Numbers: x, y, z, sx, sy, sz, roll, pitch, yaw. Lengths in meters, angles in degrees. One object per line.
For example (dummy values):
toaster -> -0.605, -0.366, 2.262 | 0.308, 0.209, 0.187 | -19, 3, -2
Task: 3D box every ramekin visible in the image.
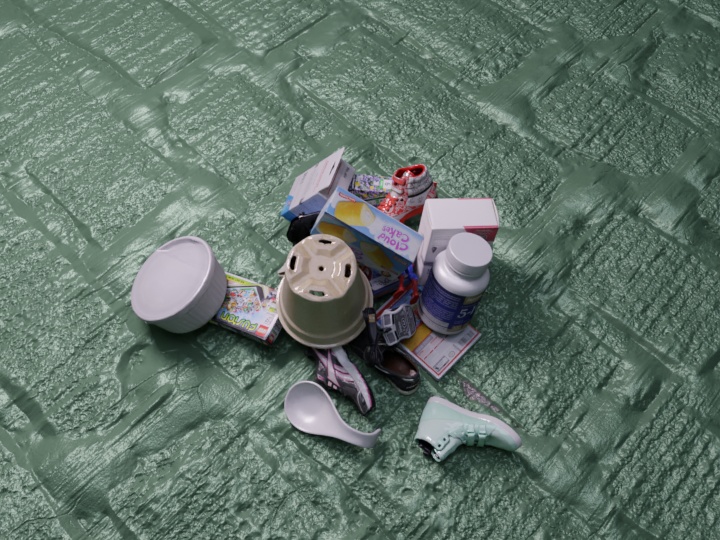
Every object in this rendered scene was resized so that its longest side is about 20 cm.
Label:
ramekin -> -0.368, 0.037, 1.564 | 0.200, 0.094, 0.204 | -15, 52, 21

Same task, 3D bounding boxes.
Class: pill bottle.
pill bottle -> 0.195, 0.025, 1.531 | 0.118, 0.201, 0.121 | 7, 48, -8

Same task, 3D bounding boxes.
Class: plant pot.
plant pot -> -0.071, 0.027, 1.443 | 0.198, 0.184, 0.203 | 0, 68, -1

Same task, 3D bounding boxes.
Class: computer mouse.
computer mouse -> 0.056, 0.118, 1.515 | 0.043, 0.199, 0.111 | -12, 91, 28

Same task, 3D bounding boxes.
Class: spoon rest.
spoon rest -> -0.059, 0.287, 1.466 | 0.198, 0.061, 0.100 | 25, 99, 11

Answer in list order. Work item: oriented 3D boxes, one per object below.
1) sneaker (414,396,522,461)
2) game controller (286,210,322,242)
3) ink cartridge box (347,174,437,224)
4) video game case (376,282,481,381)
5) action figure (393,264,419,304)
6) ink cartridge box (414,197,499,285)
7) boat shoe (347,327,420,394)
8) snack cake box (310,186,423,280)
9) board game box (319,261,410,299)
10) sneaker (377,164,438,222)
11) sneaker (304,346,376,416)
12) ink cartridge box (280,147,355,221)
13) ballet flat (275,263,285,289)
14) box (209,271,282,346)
sneaker -> 0.201, 0.332, 1.444 | 0.198, 0.074, 0.119 | 18, 53, 20
game controller -> -0.105, -0.099, 1.631 | 0.103, 0.200, 0.043 | -23, 87, -12
ink cartridge box -> 0.070, -0.157, 1.711 | 0.197, 0.110, 0.051 | 5, 52, 2
video game case -> 0.138, 0.122, 1.602 | 0.200, 0.018, 0.143 | 41, 67, 20
action figure -> 0.089, -0.021, 1.600 | 0.065, 0.052, 0.202 | 15, 50, -18
ink cartridge box -> 0.199, -0.058, 1.596 | 0.144, 0.201, 0.084 | -2, 54, -7
boat shoe -> 0.044, 0.167, 1.546 | 0.199, 0.068, 0.072 | 39, 67, 21
snack cake box -> 0.011, -0.070, 1.487 | 0.199, 0.115, 0.068 | 29, 62, -8
board game box -> 0.000, 0.000, 1.604 | 0.198, 0.035, 0.136 | -21, 68, -30
sneaker -> 0.069, -0.150, 1.609 | 0.200, 0.109, 0.067 | -30, 39, -10
sneaker -> -0.044, 0.216, 1.521 | 0.086, 0.080, 0.201 | -34, 60, -1
ink cartridge box -> -0.085, -0.180, 1.673 | 0.066, 0.199, 0.117 | 35, 57, -24
ballet flat -> -0.151, 0.024, 1.629 | 0.071, 0.072, 0.202 | 6, 58, 2
box -> -0.244, 0.076, 1.573 | 0.198, 0.035, 0.111 | 17, 68, 27
